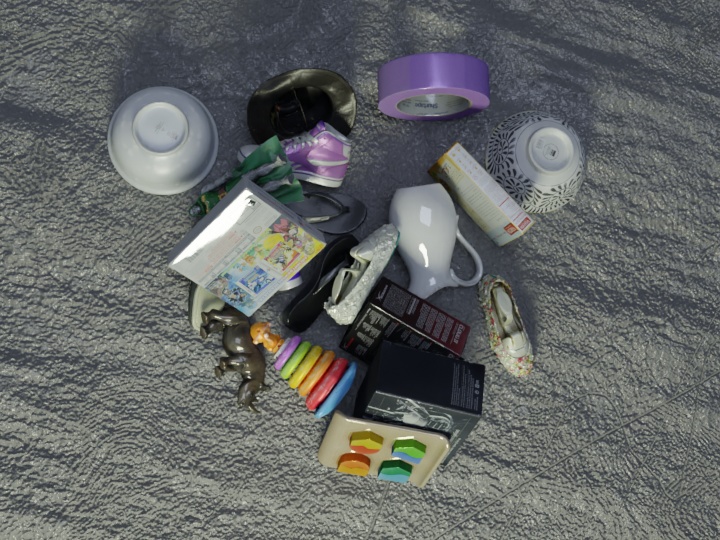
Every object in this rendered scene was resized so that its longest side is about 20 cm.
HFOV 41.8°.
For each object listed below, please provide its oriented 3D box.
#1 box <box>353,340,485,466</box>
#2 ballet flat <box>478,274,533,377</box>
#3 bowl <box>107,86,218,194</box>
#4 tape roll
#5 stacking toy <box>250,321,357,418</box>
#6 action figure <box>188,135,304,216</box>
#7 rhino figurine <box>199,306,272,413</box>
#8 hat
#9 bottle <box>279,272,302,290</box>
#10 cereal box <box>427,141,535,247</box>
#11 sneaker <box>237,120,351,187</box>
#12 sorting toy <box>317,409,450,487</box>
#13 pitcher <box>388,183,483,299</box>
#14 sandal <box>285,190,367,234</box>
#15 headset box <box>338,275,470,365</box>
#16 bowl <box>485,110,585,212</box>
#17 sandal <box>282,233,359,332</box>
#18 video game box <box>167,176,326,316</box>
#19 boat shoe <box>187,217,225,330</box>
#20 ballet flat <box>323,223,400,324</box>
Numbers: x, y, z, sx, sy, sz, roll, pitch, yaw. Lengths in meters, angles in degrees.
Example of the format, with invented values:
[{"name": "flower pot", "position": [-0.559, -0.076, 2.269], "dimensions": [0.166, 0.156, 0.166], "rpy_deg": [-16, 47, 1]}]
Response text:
[{"name": "box", "position": [0.093, 0.230, 1.606], "dimensions": [0.182, 0.200, 0.104], "rpy_deg": [15, 52, -5]}, {"name": "ballet flat", "position": [0.268, 0.101, 1.727], "dimensions": [0.076, 0.064, 0.200], "rpy_deg": [-22, 87, -11]}, {"name": "bowl", "position": [-0.352, -0.240, 1.667], "dimensions": [0.201, 0.090, 0.201], "rpy_deg": [1, 83, -7]}, {"name": "tape roll", "position": [0.131, -0.327, 1.690], "dimensions": [0.200, 0.200, 0.066], "rpy_deg": [0, 84, -8]}, {"name": "stacking toy", "position": [-0.110, 0.158, 1.643], "dimensions": [0.200, 0.110, 0.116], "rpy_deg": [36, 88, 0]}, {"name": "action figure", "position": [-0.207, -0.133, 1.595], "dimensions": [0.200, 0.055, 0.118], "rpy_deg": [-23, 87, 19]}, {"name": "rhino figurine", "position": [-0.211, 0.156, 1.650], "dimensions": [0.087, 0.060, 0.200], "rpy_deg": [-19, 87, -32]}, {"name": "hat", "position": [-0.108, -0.299, 1.702], "dimensions": [0.200, 0.201, 0.081], "rpy_deg": [-4, 41, -9]}, {"name": "bottle", "position": [-0.156, -0.064, 1.669], "dimensions": [0.065, 0.084, 0.200], "rpy_deg": [-25, 104, -30]}, {"name": "cereal box", "position": [0.216, -0.135, 1.708], "dimensions": [0.040, 0.144, 0.200], "rpy_deg": [-44, 91, -12]}, {"name": "sneaker", "position": [-0.114, -0.223, 1.678], "dimensions": [0.200, 0.073, 0.114], "rpy_deg": [6, 123, -22]}, {"name": "sorting toy", "position": [0.035, 0.314, 1.611], "dimensions": [0.200, 0.185, 0.037], "rpy_deg": [15, 52, -4]}, {"name": "pitcher", "position": [0.139, -0.057, 1.711], "dimensions": [0.171, 0.121, 0.200], "rpy_deg": [-11, 95, -27]}, {"name": "sandal", "position": [-0.086, -0.114, 1.712], "dimensions": [0.200, 0.043, 0.076], "rpy_deg": [11, 82, -7]}, {"name": "headset box", "position": [0.085, 0.122, 1.648], "dimensions": [0.200, 0.149, 0.077], "rpy_deg": [29, 48, -3]}, {"name": "bowl", "position": [0.343, -0.215, 1.762], "dimensions": [0.201, 0.094, 0.201], "rpy_deg": [1, 82, -9]}, {"name": "sandal", "position": [-0.058, 0.028, 1.676], "dimensions": [0.076, 0.043, 0.200], "rpy_deg": [40, 81, -42]}, {"name": "video game box", "position": [-0.191, -0.036, 1.586], "dimensions": [0.200, 0.047, 0.182], "rpy_deg": [-41, 122, 19]}, {"name": "boat shoe", "position": [-0.274, 0.006, 1.667], "dimensions": [0.072, 0.068, 0.200], "rpy_deg": [6, 93, -48]}, {"name": "ballet flat", "position": [0.000, 0.000, 1.634], "dimensions": [0.072, 0.072, 0.200], "rpy_deg": [28, 88, -4]}]
